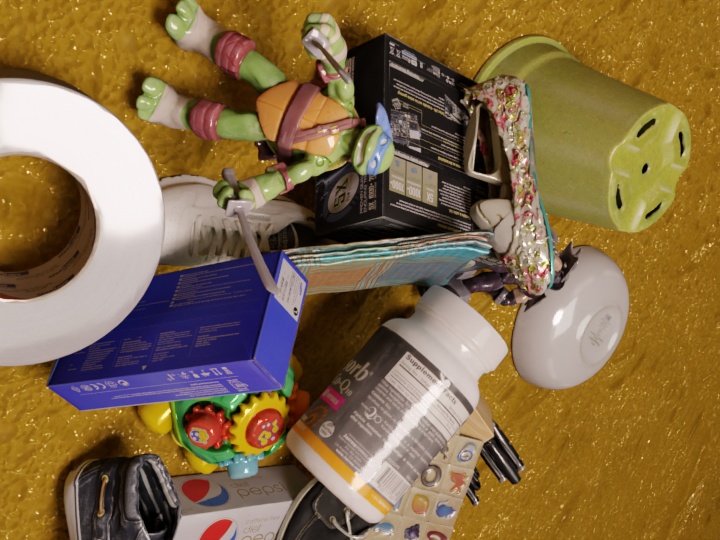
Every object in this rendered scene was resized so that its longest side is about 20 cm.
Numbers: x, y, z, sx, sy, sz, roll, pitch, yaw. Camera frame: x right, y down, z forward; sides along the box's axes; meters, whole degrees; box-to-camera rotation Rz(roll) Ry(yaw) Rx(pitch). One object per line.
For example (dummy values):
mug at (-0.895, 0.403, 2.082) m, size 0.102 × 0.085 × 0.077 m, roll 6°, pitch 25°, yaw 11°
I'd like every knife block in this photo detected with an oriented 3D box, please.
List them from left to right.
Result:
knife block at (0.114, 0.158, 0.978) m, size 0.174 × 0.064 × 0.202 m, roll 11°, pitch 108°, yaw 1°

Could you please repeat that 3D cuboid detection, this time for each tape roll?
tape roll at (-0.243, -0.038, 0.617) m, size 0.199 × 0.066 × 0.202 m, roll -9°, pitch 111°, yaw -25°

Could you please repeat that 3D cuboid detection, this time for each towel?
towel at (0.000, 0.000, 0.753) m, size 0.198 × 0.147 × 0.022 m, roll -6°, pitch 78°, yaw -15°

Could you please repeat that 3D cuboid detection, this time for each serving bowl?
serving bowl at (0.292, 0.072, 1.154) m, size 0.199 × 0.066 × 0.202 m, roll -19°, pitch 121°, yaw -34°

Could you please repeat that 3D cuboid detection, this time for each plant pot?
plant pot at (0.233, -0.130, 0.921) m, size 0.199 × 0.184 × 0.202 m, roll -19°, pitch 121°, yaw -33°

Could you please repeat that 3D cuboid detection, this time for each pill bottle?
pill bottle at (0.036, 0.118, 0.797) m, size 0.200 × 0.116 × 0.117 m, roll -48°, pitch 133°, yaw -9°

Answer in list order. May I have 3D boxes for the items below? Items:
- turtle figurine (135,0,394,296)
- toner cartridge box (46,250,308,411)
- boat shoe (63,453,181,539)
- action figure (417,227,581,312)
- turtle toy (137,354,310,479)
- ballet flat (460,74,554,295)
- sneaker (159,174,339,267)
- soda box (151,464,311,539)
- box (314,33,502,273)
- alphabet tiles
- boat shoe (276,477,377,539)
turtle figurine at (-0.076, -0.121, 0.637) m, size 0.200 × 0.193 × 0.145 m, roll -47°, pitch 157°, yaw -48°
toner cartridge box at (-0.141, 0.049, 0.668) m, size 0.043 × 0.198 × 0.096 m, roll 52°, pitch 39°, yaw -42°
boat shoe at (-0.195, 0.258, 0.747) m, size 0.071 × 0.090 × 0.202 m, roll -6°, pitch 82°, yaw -58°
action figure at (0.163, -0.002, 0.986) m, size 0.198 × 0.070 × 0.131 m, roll 0°, pitch 134°, yaw -29°
turtle toy at (-0.121, 0.111, 0.795) m, size 0.146 × 0.101 × 0.200 m, roll -47°, pitch 133°, yaw -13°
ballet flat at (0.124, -0.076, 0.776) m, size 0.063 × 0.076 × 0.202 m, roll -3°, pitch 79°, yaw -15°
sneaker at (-0.111, -0.033, 0.749) m, size 0.199 × 0.080 × 0.077 m, roll -4°, pitch 115°, yaw -37°
soda box at (-0.134, 0.245, 0.872) m, size 0.199 × 0.068 × 0.064 m, roll 4°, pitch 108°, yaw -42°
box at (0.058, -0.098, 0.810) m, size 0.199 × 0.086 × 0.166 m, roll 13°, pitch 72°, yaw -44°
alphabet tiles at (0.040, 0.225, 0.925) m, size 0.165 × 0.006 × 0.202 m, roll 17°, pitch 96°, yaw -23°
boat shoe at (-0.014, 0.235, 0.868) m, size 0.072 × 0.068 × 0.200 m, roll 40°, pitch 89°, yaw -26°
